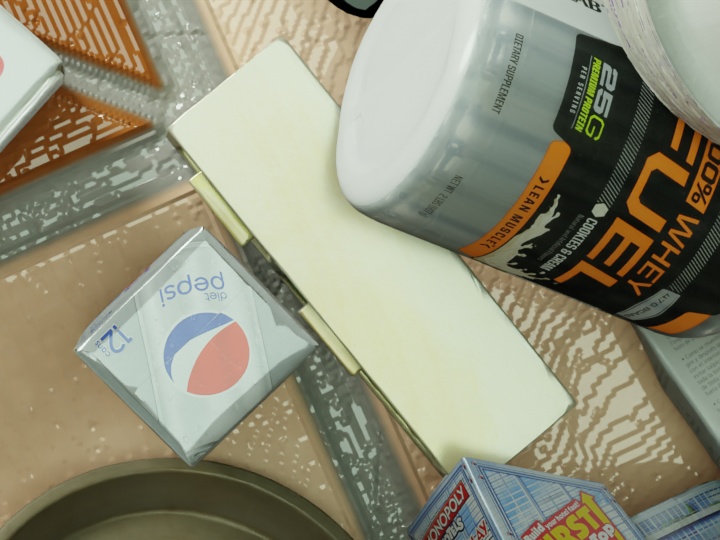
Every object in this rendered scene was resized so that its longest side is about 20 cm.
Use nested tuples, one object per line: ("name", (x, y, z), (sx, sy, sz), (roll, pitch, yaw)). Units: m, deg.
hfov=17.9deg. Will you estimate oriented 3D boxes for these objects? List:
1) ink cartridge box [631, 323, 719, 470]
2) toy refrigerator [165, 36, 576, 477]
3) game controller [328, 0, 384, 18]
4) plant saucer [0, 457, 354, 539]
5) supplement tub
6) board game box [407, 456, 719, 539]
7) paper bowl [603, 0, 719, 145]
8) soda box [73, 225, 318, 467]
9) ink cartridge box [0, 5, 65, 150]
("ink cartridge box", (0.190, -0.012, 1.032), (0.161, 0.050, 0.200), (-32, 75, -5))
("toy refrigerator", (0.000, 0.000, 0.989), (0.070, 0.076, 0.200), (-39, 95, -4))
("game controller", (0.051, -0.195, 0.976), (0.200, 0.042, 0.104), (-34, 83, -1))
("plant saucer", (-0.077, 0.174, 0.966), (0.200, 0.029, 0.200), (6, 59, -9))
("supplement tub", (0.101, -0.047, 0.931), (0.200, 0.123, 0.123), (20, 89, -22))
("board game box", (0.123, 0.154, 0.944), (0.200, 0.062, 0.200), (-19, 64, -41))
("paper bowl", (0.191, -0.128, 0.822), (0.200, 0.104, 0.201), (-2, 101, -9))
("soda box", (-0.069, 0.027, 0.920), (0.068, 0.200, 0.063), (-44, 94, -5))
("ink cartridge box", (-0.243, -0.096, 0.959), (0.200, 0.083, 0.145), (42, 87, -5))
